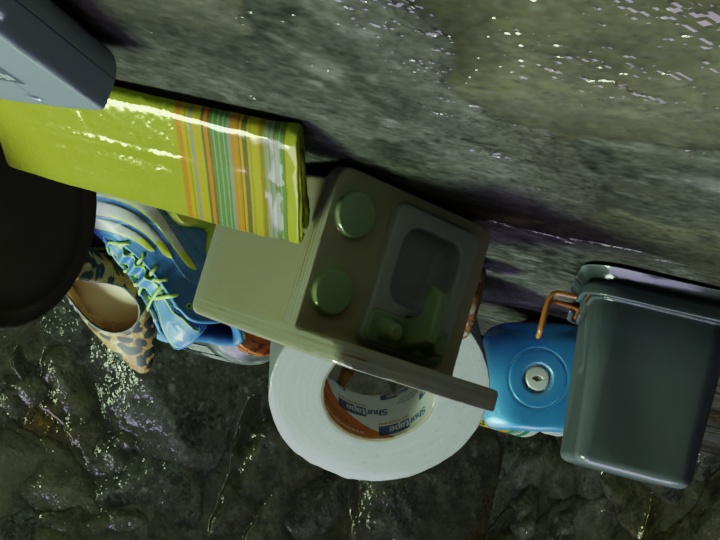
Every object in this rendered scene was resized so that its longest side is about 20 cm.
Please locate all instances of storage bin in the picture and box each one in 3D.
[{"bbox_3d":[0.198,0.084,0.819,0.143,0.137,0.200,13,172,8],"label":"storage bin"}]

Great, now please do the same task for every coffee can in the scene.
[{"bbox_3d":[-0.304,-0.052,0.749,0.197,0.149,0.146,11,172,26],"label":"coffee can"}]

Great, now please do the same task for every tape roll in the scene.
[{"bbox_3d":[0.015,0.091,0.979,0.197,0.203,0.067,16,-152,-12],"label":"tape roll"}]

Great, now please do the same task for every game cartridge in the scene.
[{"bbox_3d":[-0.221,-0.122,0.510,0.196,0.042,0.133,13,177,15],"label":"game cartridge"}]

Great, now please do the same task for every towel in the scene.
[{"bbox_3d":[-0.124,-0.072,0.633,0.196,0.018,0.087,15,139,10],"label":"towel"}]

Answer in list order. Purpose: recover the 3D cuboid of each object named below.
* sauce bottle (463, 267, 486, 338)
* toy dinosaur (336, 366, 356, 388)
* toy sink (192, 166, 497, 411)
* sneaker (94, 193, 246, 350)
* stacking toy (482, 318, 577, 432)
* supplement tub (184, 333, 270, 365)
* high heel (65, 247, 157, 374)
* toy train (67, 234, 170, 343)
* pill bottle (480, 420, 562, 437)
[{"bbox_3d":[0.000,0.000,0.873,0.196,0.067,0.066,17,173,1],"label":"sauce bottle"},{"bbox_3d":[0.018,0.061,1.029,0.199,0.107,0.060,-36,154,19],"label":"toy dinosaur"},{"bbox_3d":[-0.001,0.004,0.708,0.129,0.114,0.199,19,176,-32],"label":"toy sink"},{"bbox_3d":[-0.151,-0.005,0.855,0.075,0.106,0.199,-32,134,31],"label":"sneaker"},{"bbox_3d":[0.191,0.102,1.170,0.114,0.112,0.200,1,-178,9],"label":"stacking toy"},{"bbox_3d":[-0.135,0.035,1.156,0.121,0.125,0.199,18,172,-27],"label":"supplement tub"},{"bbox_3d":[-0.224,0.031,0.888,0.070,0.203,0.143,-12,-153,10],"label":"high heel"},{"bbox_3d":[-0.176,0.001,0.993,0.196,0.087,0.116,-3,126,10],"label":"toy train"},{"bbox_3d":[0.198,0.163,1.491,0.197,0.115,0.112,18,172,-22],"label":"pill bottle"}]
